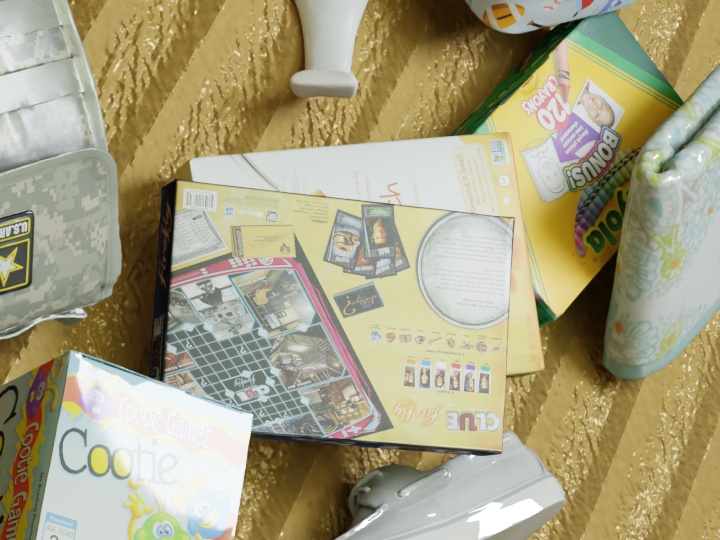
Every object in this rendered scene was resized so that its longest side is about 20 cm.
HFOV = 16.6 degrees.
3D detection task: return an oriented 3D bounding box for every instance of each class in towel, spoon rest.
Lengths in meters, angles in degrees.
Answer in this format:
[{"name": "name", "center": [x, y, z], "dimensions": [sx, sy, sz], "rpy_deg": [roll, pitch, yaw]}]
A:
[{"name": "towel", "center": [0.218, -0.047, 1.558], "dimensions": [0.048, 0.172, 0.200], "rpy_deg": [24, 47, 25]}, {"name": "spoon rest", "center": [-0.019, -0.190, 1.492], "dimensions": [0.099, 0.061, 0.201], "rpy_deg": [3, 68, 1]}]

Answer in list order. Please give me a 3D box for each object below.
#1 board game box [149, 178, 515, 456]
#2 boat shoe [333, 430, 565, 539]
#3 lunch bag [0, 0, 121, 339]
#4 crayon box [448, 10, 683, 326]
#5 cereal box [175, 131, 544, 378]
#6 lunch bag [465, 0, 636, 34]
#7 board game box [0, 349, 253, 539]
[{"name": "board game box", "center": [-0.015, 0.028, 1.370], "dimensions": [0.199, 0.035, 0.136], "rpy_deg": [6, 82, -18]}, {"name": "boat shoe", "center": [0.030, 0.142, 1.419], "dimensions": [0.199, 0.072, 0.069], "rpy_deg": [-22, 66, -31]}, {"name": "lunch bag", "center": [-0.219, -0.055, 1.276], "dimensions": [0.163, 0.117, 0.201], "rpy_deg": [-18, 92, -38]}, {"name": "crayon box", "center": [0.122, -0.065, 1.552], "dimensions": [0.119, 0.058, 0.200], "rpy_deg": [51, 53, -10]}, {"name": "cereal box", "center": [0.000, 0.000, 1.418], "dimensions": [0.199, 0.040, 0.145], "rpy_deg": [-7, 84, -20]}, {"name": "lunch bag", "center": [0.099, -0.242, 1.553], "dimensions": [0.160, 0.076, 0.201], "rpy_deg": [-15, 64, -35]}, {"name": "board game box", "center": [-0.152, 0.124, 1.209], "dimensions": [0.104, 0.200, 0.104], "rpy_deg": [21, 64, -28]}]
